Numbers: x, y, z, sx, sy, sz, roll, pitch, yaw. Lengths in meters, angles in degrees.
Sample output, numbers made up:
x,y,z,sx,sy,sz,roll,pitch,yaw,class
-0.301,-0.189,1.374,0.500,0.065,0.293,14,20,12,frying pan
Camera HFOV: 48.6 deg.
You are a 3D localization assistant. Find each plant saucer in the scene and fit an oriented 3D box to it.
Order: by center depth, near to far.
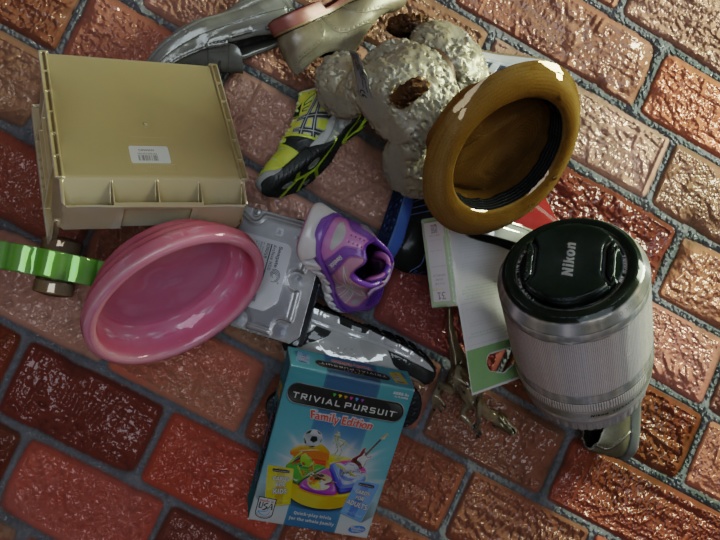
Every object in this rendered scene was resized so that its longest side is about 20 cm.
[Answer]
x,y,z,sx,sy,sz,roll,pitch,yaw,class
-0.196,0.017,0.828,0.198,0.202,0.051,-30,64,-8,plant saucer

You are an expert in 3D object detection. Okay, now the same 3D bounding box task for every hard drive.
x,y,z,sx,sy,sz,roll,pitch,yaw,class
-0.141,-0.005,0.935,0.195,0.038,0.143,16,87,11,hard drive

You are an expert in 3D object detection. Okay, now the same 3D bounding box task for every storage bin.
x,y,z,sx,sy,sz,roll,pitch,yaw,class
-0.236,-0.126,0.852,0.195,0.094,0.202,-2,58,-29,storage bin

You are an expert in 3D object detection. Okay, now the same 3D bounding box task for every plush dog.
x,y,z,sx,sy,sz,roll,pitch,yaw,class
0.071,-0.212,0.891,0.200,0.160,0.172,47,61,-2,plush dog

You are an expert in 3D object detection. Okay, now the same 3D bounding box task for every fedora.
x,y,z,sx,sy,sz,roll,pitch,yaw,class
0.134,-0.135,0.824,0.197,0.082,0.204,-19,130,-23,fedora

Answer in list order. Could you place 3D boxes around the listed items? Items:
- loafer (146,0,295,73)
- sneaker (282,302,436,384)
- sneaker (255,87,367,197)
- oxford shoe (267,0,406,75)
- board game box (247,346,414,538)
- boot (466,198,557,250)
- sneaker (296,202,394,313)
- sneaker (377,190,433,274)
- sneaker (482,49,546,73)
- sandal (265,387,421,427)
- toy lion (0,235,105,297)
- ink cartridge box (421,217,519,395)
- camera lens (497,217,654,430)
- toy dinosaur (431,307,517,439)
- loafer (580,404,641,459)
x,y,z,sx,sy,sz,roll,pitch,yaw,class
-0.163,-0.266,0.951,0.197,0.070,0.071,-30,84,-8,loafer
-0.004,0.102,0.968,0.196,0.074,0.082,21,90,2,sneaker
-0.059,-0.170,0.969,0.076,0.076,0.200,43,75,6,sneaker
-0.018,-0.293,0.964,0.197,0.070,0.076,-28,105,-25,oxford shoe
-0.037,0.203,0.927,0.147,0.047,0.205,12,108,-13,board game box
0.211,-0.092,0.951,0.197,0.072,0.148,16,82,-41,boot
0.000,0.000,0.904,0.086,0.201,0.082,13,71,22,sneaker
0.085,-0.095,0.987,0.076,0.070,0.204,22,86,-19,sneaker
0.152,-0.206,0.979,0.194,0.070,0.111,0,70,-10,sneaker
-0.022,0.166,0.974,0.195,0.045,0.077,0,111,-19,sandal
-0.357,-0.011,0.844,0.196,0.190,0.071,13,85,-30,toy lion
0.144,0.034,0.958,0.144,0.047,0.206,-7,91,-47,ink cartridge box
0.240,0.058,0.881,0.158,0.161,0.202,-29,133,-7,camera lens
0.124,0.128,0.973,0.057,0.101,0.204,-20,100,32,toy dinosaur
0.310,0.136,0.998,0.068,0.075,0.206,-1,89,-23,loafer
